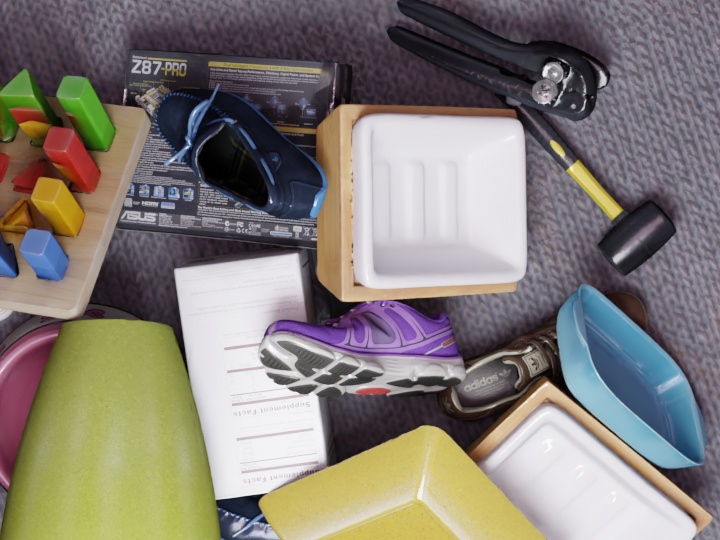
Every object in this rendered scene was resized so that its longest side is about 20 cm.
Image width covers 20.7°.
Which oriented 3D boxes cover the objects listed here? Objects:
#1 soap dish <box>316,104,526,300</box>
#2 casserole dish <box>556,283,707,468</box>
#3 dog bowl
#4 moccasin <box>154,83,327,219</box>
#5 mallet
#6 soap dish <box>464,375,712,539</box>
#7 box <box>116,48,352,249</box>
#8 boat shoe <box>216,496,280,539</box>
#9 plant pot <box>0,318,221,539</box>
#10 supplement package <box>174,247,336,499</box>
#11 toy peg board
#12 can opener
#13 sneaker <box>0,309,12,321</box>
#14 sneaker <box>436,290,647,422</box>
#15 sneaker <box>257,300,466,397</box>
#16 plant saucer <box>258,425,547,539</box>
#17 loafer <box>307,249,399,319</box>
[{"bbox_3d":[0.049,-0.057,1.662,0.199,0.081,0.158,-2,92,-41],"label":"soap dish"},{"bbox_3d":[0.225,0.095,1.667,0.039,0.121,0.200,-31,129,27],"label":"casserole dish"},{"bbox_3d":[-0.248,0.131,1.748,0.199,0.074,0.201,0,94,3],"label":"dog bowl"},{"bbox_3d":[-0.109,-0.103,1.623,0.200,0.068,0.081,28,112,40],"label":"moccasin"},{"bbox_3d":[0.184,-0.080,1.731,0.200,0.041,0.066,41,97,5],"label":"mallet"},{"bbox_3d":[0.175,0.196,1.692,0.200,0.081,0.157,39,109,-17],"label":"soap dish"},{"bbox_3d":[-0.112,-0.106,1.714,0.199,0.049,0.162,5,96,18],"label":"box"},{"bbox_3d":[-0.045,0.219,1.744,0.199,0.084,0.069,14,110,-12],"label":"boat shoe"},{"bbox_3d":[-0.203,0.145,1.634,0.186,0.187,0.201,1,80,3],"label":"plant pot"},{"bbox_3d":[-0.089,0.086,1.715,0.109,0.114,0.201,-7,94,3],"label":"supplement package"},{"bbox_3d":[-0.308,-0.081,1.661,0.199,0.098,0.200,8,63,18],"label":"toy peg board"},{"bbox_3d":[0.116,-0.182,1.713,0.199,0.079,0.064,18,100,11],"label":"can opener"},{"bbox_3d":[-0.392,0.036,1.749,0.199,0.099,0.078,-9,51,23],"label":"sneaker"},{"bbox_3d":[0.161,0.082,1.719,0.199,0.076,0.071,-28,92,5],"label":"sneaker"},{"bbox_3d":[-0.003,0.059,1.654,0.081,0.199,0.084,-30,62,45],"label":"sneaker"},{"bbox_3d":[0.041,0.238,1.650,0.200,0.049,0.200,-27,119,32],"label":"plant saucer"},{"bbox_3d":[0.000,0.000,1.739,0.072,0.063,0.201,-8,90,26],"label":"loafer"}]
